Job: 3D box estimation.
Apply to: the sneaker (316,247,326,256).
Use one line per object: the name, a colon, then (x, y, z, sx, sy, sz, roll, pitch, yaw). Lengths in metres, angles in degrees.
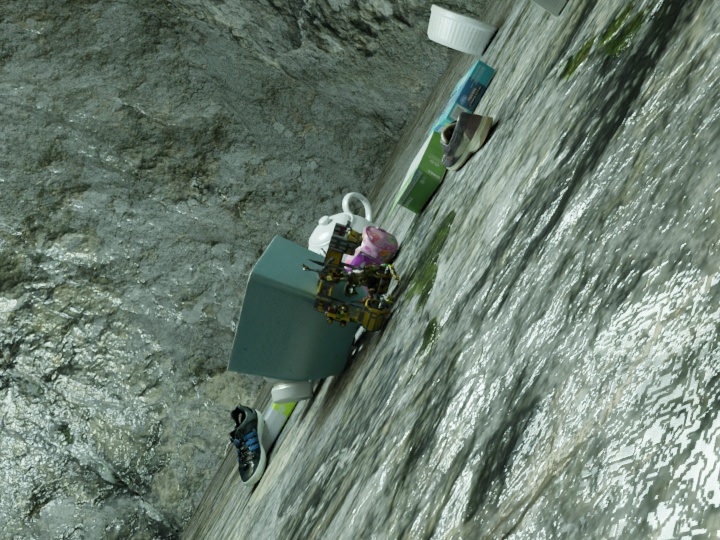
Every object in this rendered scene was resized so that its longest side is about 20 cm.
sneaker: (-0.115, 0.013, 1.723, 0.200, 0.076, 0.115, 2, 50, 47)

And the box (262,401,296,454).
box: (-0.212, 0.368, 1.893, 0.200, 0.048, 0.122, -60, 4, -10)

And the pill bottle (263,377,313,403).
pill bottle: (-0.151, 0.166, 1.647, 0.113, 0.113, 0.200, 132, 130, -68)

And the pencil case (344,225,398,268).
pencil case: (0.000, 0.000, 1.689, 0.200, 0.087, 0.087, -58, 5, 34)

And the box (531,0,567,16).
box: (0.281, -0.544, 1.380, 0.106, 0.200, 0.152, -57, 5, 28)

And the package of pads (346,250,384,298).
package of pads: (-0.028, 0.070, 1.610, 0.200, 0.076, 0.121, -57, 8, 33)

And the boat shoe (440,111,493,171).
boat shoe: (0.173, -0.231, 1.409, 0.072, 0.065, 0.200, -62, 4, -10)

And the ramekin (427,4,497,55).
ramekin: (0.287, -0.691, 2.324, 0.202, 0.202, 0.094, -72, 1, -70)

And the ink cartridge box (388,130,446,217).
ink cartridge box: (0.128, -0.187, 1.646, 0.104, 0.059, 0.200, -56, 6, 44)

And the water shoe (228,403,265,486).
water shoe: (-0.260, 0.385, 1.774, 0.071, 0.079, 0.200, -42, 33, 22)

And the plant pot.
plant pot: (-0.100, 0.082, 1.433, 0.196, 0.200, 0.197, -72, -1, -66)

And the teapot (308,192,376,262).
teapot: (-0.045, -0.067, 1.847, 0.197, 0.146, 0.200, -31, 25, 6)

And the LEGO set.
LEGO set: (-0.003, -0.001, 1.316, 0.200, 0.154, 0.116, -59, -12, -64)

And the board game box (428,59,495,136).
board game box: (0.230, -0.381, 1.843, 0.151, 0.047, 0.200, -60, 4, -4)
